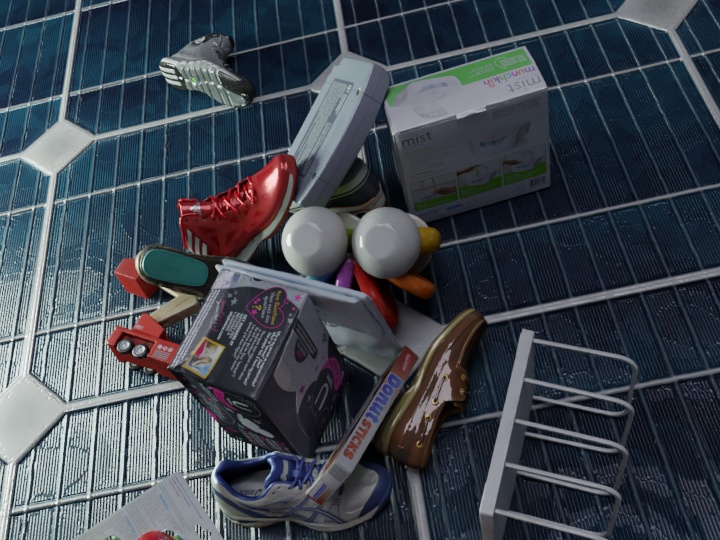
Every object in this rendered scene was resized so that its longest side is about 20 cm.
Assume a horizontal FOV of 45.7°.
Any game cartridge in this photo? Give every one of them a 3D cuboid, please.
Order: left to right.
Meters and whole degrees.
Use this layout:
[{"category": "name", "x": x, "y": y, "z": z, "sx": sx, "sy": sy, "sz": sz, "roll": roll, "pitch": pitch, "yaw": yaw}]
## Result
[{"category": "game cartridge", "x": -0.037, "y": -0.176, "z": 1.107, "sx": 0.201, "sy": 0.041, "sz": 0.133, "roll": -61, "pitch": 34, "yaw": 4}]

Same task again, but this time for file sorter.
[{"category": "file sorter", "x": 0.204, "y": 0.190, "z": 0.866, "sx": 0.123, "sy": 0.139, "sz": 0.201, "roll": 9, "pitch": 57, "yaw": 17}]

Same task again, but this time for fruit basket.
[{"category": "fruit basket", "x": -0.228, "y": 0.325, "z": 0.865, "sx": 0.199, "sy": 0.094, "sz": 0.185, "roll": -28, "pitch": 49, "yaw": -24}]

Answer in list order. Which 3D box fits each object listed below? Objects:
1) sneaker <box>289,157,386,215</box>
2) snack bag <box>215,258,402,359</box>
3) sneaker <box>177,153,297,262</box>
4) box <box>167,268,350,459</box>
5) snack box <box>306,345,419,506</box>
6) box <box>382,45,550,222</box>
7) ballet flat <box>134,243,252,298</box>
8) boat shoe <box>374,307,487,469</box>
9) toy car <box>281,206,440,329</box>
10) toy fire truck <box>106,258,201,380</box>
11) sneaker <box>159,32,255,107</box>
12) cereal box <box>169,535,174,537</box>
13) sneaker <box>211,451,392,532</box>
[{"category": "sneaker", "x": -0.052, "y": -0.099, "z": 1.185, "sx": 0.199, "sy": 0.079, "sz": 0.079, "roll": 0, "pitch": 53, "yaw": 45}, {"category": "snack bag", "x": -0.051, "y": 0.053, "z": 0.992, "sx": 0.187, "sy": 0.200, "sz": 0.022, "roll": 13, "pitch": 69, "yaw": 23}, {"category": "sneaker", "x": -0.168, "y": -0.080, "z": 1.104, "sx": 0.115, "sy": 0.201, "sz": 0.079, "roll": 16, "pitch": 37, "yaw": -29}, {"category": "box", "x": -0.102, "y": 0.111, "z": 0.952, "sx": 0.114, "sy": 0.201, "sz": 0.133, "roll": 15, "pitch": 64, "yaw": 22}, {"category": "snack box", "x": 0.007, "y": 0.164, "z": 0.927, "sx": 0.024, "sy": 0.072, "sz": 0.200, "roll": 35, "pitch": 39, "yaw": 2}, {"category": "box", "x": 0.140, "y": -0.171, "z": 1.120, "sx": 0.198, "sy": 0.177, "sz": 0.097, "roll": -16, "pitch": 50, "yaw": 2}, {"category": "ballet flat", "x": -0.196, "y": 0.011, "z": 1.122, "sx": 0.198, "sy": 0.075, "sz": 0.069, "roll": 17, "pitch": 85, "yaw": -14}, {"category": "boat shoe", "x": 0.095, "y": 0.136, "z": 0.977, "sx": 0.067, "sy": 0.072, "sz": 0.201, "roll": 27, "pitch": 71, "yaw": 23}, {"category": "toy car", "x": 0.000, "y": 0.000, "z": 1.061, "sx": 0.198, "sy": 0.175, "sz": 0.152, "roll": 2, "pitch": 91, "yaw": 14}, {"category": "toy fire truck", "x": -0.256, "y": 0.066, "z": 1.123, "sx": 0.198, "sy": 0.049, "sz": 0.142, "roll": 13, "pitch": 57, "yaw": 21}, {"category": "sneaker", "x": -0.228, "y": -0.342, "z": 1.403, "sx": 0.199, "sy": 0.075, "sz": 0.116, "roll": 23, "pitch": 60, "yaw": 28}, {"category": "cereal box", "x": -0.214, "y": 0.380, "z": 0.886, "sx": 0.142, "sy": 0.040, "sz": 0.201, "roll": 2, "pitch": 55, "yaw": 17}, {"category": "sneaker", "x": -0.066, "y": 0.236, "z": 0.928, "sx": 0.198, "sy": 0.089, "sz": 0.076, "roll": -8, "pitch": 51, "yaw": 6}]
